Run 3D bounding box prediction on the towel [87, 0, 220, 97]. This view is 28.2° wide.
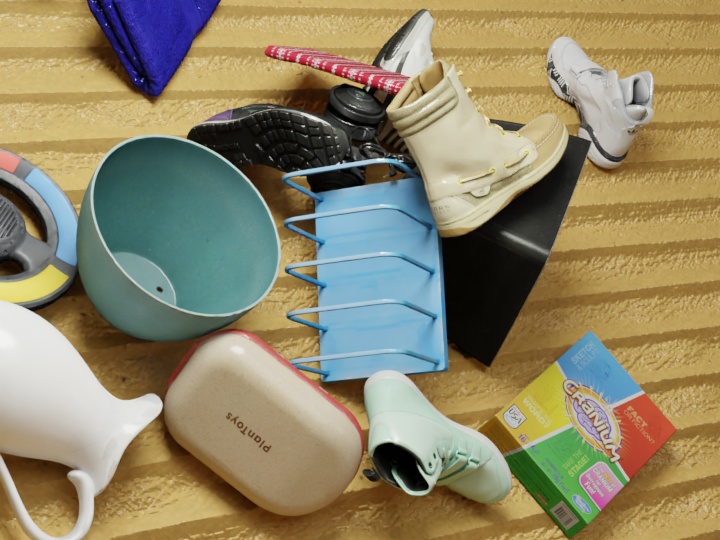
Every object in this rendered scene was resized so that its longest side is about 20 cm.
[{"bbox_3d":[-0.219,-0.309,1.599,0.148,0.049,0.201,61,38,-35],"label":"towel"}]

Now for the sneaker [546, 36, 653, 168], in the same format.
[{"bbox_3d":[0.318,-0.244,1.871,0.074,0.115,0.202,-3,60,-32],"label":"sneaker"}]

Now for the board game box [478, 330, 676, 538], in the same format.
[{"bbox_3d":[0.243,0.177,1.589,0.153,0.040,0.199,49,49,7],"label":"board game box"}]

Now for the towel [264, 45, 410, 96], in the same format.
[{"bbox_3d":[0.006,-0.217,1.609,0.198,0.023,0.144,18,11,16],"label":"towel"}]

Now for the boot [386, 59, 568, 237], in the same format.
[{"bbox_3d":[0.120,-0.148,1.449,0.200,0.072,0.157,-39,111,-30],"label":"boot"}]

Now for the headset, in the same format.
[{"bbox_3d":[-0.003,-0.136,1.562,0.093,0.200,0.125,15,95,-15],"label":"headset"}]

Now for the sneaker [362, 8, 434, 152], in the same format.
[{"bbox_3d":[0.068,-0.221,1.750,0.115,0.076,0.202,37,55,-15],"label":"sneaker"}]

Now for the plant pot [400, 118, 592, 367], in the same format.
[{"bbox_3d":[0.123,-0.055,1.587,0.176,0.200,0.201,26,49,3],"label":"plant pot"}]

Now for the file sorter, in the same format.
[{"bbox_3d":[0.000,0.000,1.435,0.122,0.137,0.203,25,61,-65],"label":"file sorter"}]

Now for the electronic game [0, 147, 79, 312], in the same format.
[{"bbox_3d":[-0.359,-0.043,1.374,0.198,0.042,0.202,20,45,-22],"label":"electronic game"}]

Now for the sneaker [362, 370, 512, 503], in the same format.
[{"bbox_3d":[0.075,0.200,1.421,0.200,0.074,0.119,40,29,-23],"label":"sneaker"}]

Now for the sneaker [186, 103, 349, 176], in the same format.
[{"bbox_3d":[-0.088,-0.154,1.535,0.088,0.198,0.077,-45,129,-45],"label":"sneaker"}]

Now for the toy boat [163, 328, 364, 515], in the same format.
[{"bbox_3d":[-0.086,0.139,1.387,0.199,0.131,0.131,39,19,-1],"label":"toy boat"}]

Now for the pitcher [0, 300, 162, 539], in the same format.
[{"bbox_3d":[-0.296,0.133,1.259,0.199,0.121,0.173,36,56,-22],"label":"pitcher"}]

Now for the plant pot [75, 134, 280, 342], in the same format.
[{"bbox_3d":[-0.194,-0.010,1.391,0.198,0.135,0.202,20,48,-24],"label":"plant pot"}]
